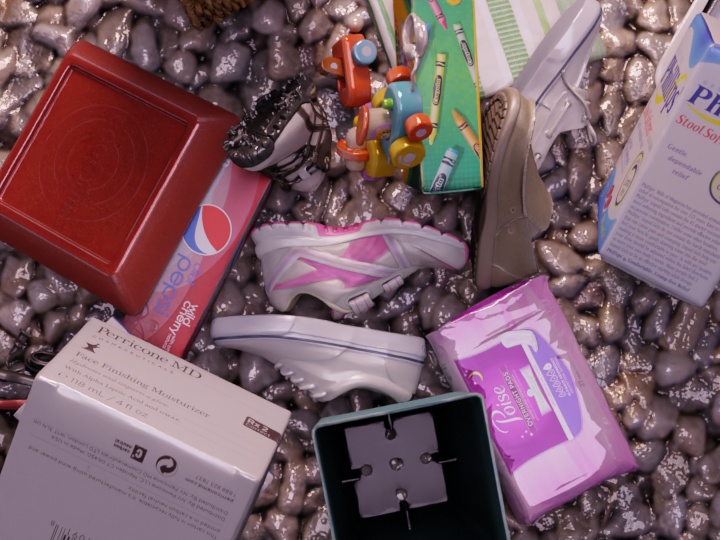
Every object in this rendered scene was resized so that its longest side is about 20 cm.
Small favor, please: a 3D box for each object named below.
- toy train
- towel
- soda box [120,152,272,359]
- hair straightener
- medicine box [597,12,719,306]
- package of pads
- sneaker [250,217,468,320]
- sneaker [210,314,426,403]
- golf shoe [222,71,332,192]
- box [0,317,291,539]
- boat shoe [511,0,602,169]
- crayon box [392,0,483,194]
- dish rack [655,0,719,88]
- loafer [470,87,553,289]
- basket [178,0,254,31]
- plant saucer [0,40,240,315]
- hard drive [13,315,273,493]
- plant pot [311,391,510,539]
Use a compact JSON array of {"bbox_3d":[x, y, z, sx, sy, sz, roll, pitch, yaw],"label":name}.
[{"bbox_3d":[0.003,-0.154,1.279,0.055,0.200,0.152,-7,93,-17],"label":"toy train"},{"bbox_3d":[0.114,-0.240,1.378,0.198,0.023,0.154,-19,88,-5],"label":"towel"},{"bbox_3d":[-0.150,-0.005,1.326,0.063,0.070,0.202,26,85,0],"label":"soda box"},{"bbox_3d":[-0.300,0.090,1.328,0.197,0.041,0.078,5,86,-2],"label":"hair straightener"},{"bbox_3d":[0.292,-0.100,1.264,0.102,0.182,0.202,25,110,1],"label":"medicine box"},{"bbox_3d":[0.154,0.118,1.326,0.120,0.076,0.202,-26,87,-5],"label":"package of pads"},{"bbox_3d":[0.000,0.000,1.332,0.197,0.081,0.089,-2,87,6],"label":"sneaker"},{"bbox_3d":[-0.040,0.082,1.323,0.197,0.073,0.072,8,82,-2],"label":"sneaker"},{"bbox_3d":[-0.058,-0.109,1.278,0.077,0.200,0.095,-23,103,18],"label":"golf shoe"},{"bbox_3d":[-0.190,0.183,1.222,0.197,0.131,0.202,24,111,0],"label":"box"},{"bbox_3d":[0.180,-0.145,1.339,0.086,0.075,0.203,29,99,-10],"label":"boat shoe"},{"bbox_3d":[0.067,-0.174,1.297,0.058,0.119,0.203,-4,97,-5],"label":"crayon box"},{"bbox_3d":[0.387,-0.186,1.373,0.199,0.044,0.173,31,85,0],"label":"dish rack"},{"bbox_3d":[0.137,-0.072,1.298,0.067,0.076,0.202,1,129,-4],"label":"loafer"},{"bbox_3d":[-0.121,-0.321,1.285,0.148,0.200,0.144,-29,86,-2],"label":"basket"},{"bbox_3d":[-0.234,-0.092,1.311,0.199,0.037,0.201,27,85,21],"label":"plant saucer"},{"bbox_3d":[-0.191,0.154,1.297,0.132,0.025,0.200,-42,98,19],"label":"hard drive"},{"bbox_3d":[0.038,0.178,1.253,0.140,0.200,0.143,-11,91,-2],"label":"plant pot"}]
